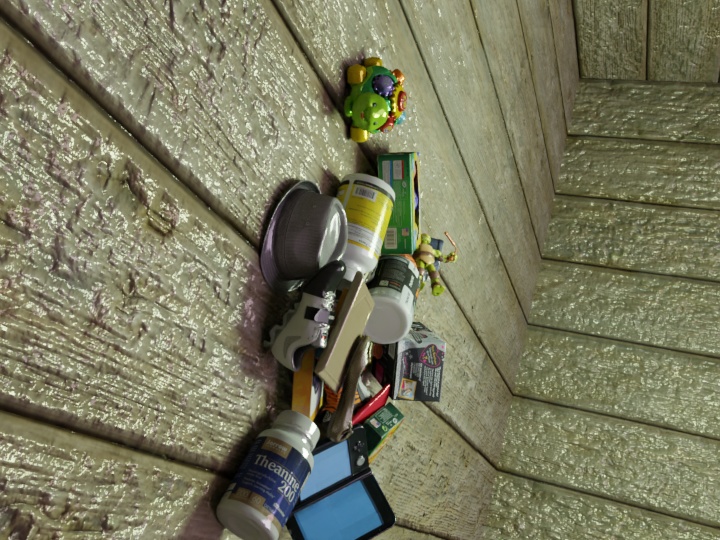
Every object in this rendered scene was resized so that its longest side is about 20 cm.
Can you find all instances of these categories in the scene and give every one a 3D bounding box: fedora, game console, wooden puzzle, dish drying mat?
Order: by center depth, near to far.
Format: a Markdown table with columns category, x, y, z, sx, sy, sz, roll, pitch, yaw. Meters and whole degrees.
| category | x | y | z | sx | sy | sz | roll | pitch | yaw |
| --- | --- | --- | --- | --- | --- | --- | --- | --- | --- |
| fedora | -0.081 | -0.053 | 1.236 | 0.178 | 0.089 | 0.202 | 68 | 38 | -48 |
| wooden puzzle | -0.030 | 0.113 | 1.298 | 0.200 | 0.037 | 0.188 | 73 | 38 | -70 |
| game console | -0.045 | 0.411 | 1.339 | 0.197 | 0.118 | 0.174 | -21 | 121 | -26 |
| dish drying mat | -0.007 | 0.308 | 1.460 | 0.199 | 0.018 | 0.078 | -38 | 153 | -38 |

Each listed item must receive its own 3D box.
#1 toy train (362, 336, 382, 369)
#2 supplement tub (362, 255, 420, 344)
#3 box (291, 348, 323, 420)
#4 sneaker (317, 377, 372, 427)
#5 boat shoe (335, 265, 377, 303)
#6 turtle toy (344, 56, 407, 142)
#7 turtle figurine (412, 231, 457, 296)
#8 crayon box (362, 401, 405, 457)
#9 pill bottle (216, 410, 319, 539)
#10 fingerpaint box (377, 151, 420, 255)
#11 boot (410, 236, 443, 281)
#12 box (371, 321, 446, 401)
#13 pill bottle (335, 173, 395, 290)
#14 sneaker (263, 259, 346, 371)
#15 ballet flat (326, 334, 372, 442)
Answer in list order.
| category | x | y | z | sx | sy | sz | roll | pitch | yaw |
| --- | --- | --- | --- | --- | --- | --- | --- | --- | --- |
| toy train | 0.000 | 0.150 | 1.531 | 0.199 | 0.055 | 0.154 | -22 | 118 | -63 |
| supplement tub | 0.061 | 0.049 | 1.527 | 0.201 | 0.120 | 0.125 | -69 | 157 | -56 |
| box | -0.091 | 0.163 | 1.316 | 0.119 | 0.041 | 0.205 | -47 | 140 | -79 |
| sneaker | -0.048 | 0.250 | 1.435 | 0.113 | 0.077 | 0.201 | -54 | 134 | -22 |
| boat shoe | 0.000 | 0.000 | 1.460 | 0.202 | 0.072 | 0.066 | -62 | 144 | -38 |
| turtle toy | 0.030 | -0.318 | 1.385 | 0.200 | 0.099 | 0.149 | -45 | 137 | -53 |
| turtle figurine | 0.141 | -0.028 | 1.677 | 0.197 | 0.064 | 0.164 | 21 | 53 | -29 |
| crayon box | 0.001 | 0.375 | 1.504 | 0.201 | 0.051 | 0.126 | -56 | 164 | 23 |
| pill bottle | -0.143 | 0.336 | 1.201 | 0.112 | 0.109 | 0.201 | 76 | 32 | -41 |
| fingerpaint box | 0.086 | -0.146 | 1.537 | 0.167 | 0.072 | 0.205 | -42 | 131 | -76 |
| boot | 0.141 | 0.011 | 1.738 | 0.073 | 0.088 | 0.204 | 119 | -16 | -81 |
| box | 0.104 | 0.192 | 1.595 | 0.200 | 0.112 | 0.135 | -146 | -119 | -75 |
| pill bottle | -0.011 | -0.068 | 1.365 | 0.113 | 0.110 | 0.204 | 48 | 55 | -60 |
| sneaker | -0.071 | 0.078 | 1.198 | 0.201 | 0.088 | 0.074 | -55 | 153 | 14 |
| ballet flat | -0.011 | 0.219 | 1.345 | 0.067 | 0.046 | 0.204 | 68 | 40 | -76 |
